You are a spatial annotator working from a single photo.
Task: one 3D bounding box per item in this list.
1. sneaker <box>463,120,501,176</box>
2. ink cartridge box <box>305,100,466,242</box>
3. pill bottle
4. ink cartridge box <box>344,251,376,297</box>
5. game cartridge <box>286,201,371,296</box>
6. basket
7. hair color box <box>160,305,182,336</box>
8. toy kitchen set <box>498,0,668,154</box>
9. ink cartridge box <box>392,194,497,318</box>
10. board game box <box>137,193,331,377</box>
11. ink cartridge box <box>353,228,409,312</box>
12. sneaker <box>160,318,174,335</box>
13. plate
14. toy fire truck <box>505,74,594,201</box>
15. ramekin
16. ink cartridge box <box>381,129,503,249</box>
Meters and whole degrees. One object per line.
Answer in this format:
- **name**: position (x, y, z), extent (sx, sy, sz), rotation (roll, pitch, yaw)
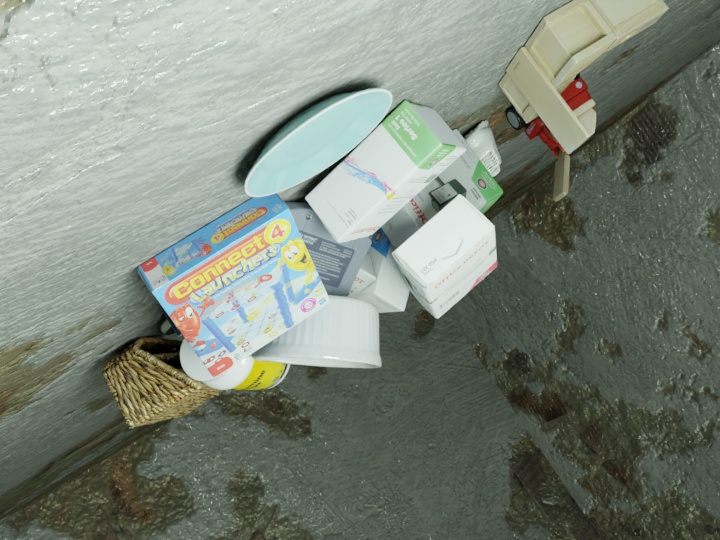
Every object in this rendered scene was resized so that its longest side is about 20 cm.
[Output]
- **sneaker**: position (0.238, -0.230, 1.474), extent (0.076, 0.081, 0.200), rotation (-34, 172, 14)
- **ink cartridge box**: position (0.037, -0.138, 1.084), extent (0.200, 0.084, 0.145), rotation (-42, 171, 20)
- **pill bottle**: position (-0.205, 0.141, 1.257), extent (0.112, 0.112, 0.200), rotation (-35, 161, 13)
- **ink cartridge box**: position (-0.095, 0.011, 1.300), extent (0.200, 0.088, 0.145), rotation (-38, 135, 22)
- **game cartridge**: position (-0.069, -0.029, 1.146), extent (0.200, 0.041, 0.133), rotation (19, 102, -51)
- **basket**: position (-0.327, 0.170, 1.329), extent (0.149, 0.143, 0.200), rotation (-32, 169, 11)
- **hair color box**: position (-0.207, 0.020, 1.199), extent (0.200, 0.061, 0.100), rotation (-36, 172, 18)
- **toy kitchen set**: position (0.347, -0.297, 1.142), extent (0.180, 0.163, 0.200), rotation (-32, 174, -14)
- **ink cartridge box**: position (0.141, -0.017, 1.231), extent (0.146, 0.085, 0.200), rotation (-41, 162, -3)
- **board game box**: position (-0.159, 0.021, 1.017), extent (0.200, 0.056, 0.196), rotation (-33, 139, -10)
- **ink cartridge box**: position (0.000, 0.000, 1.395), extent (0.200, 0.084, 0.145), rotation (-7, -121, 46)
- **sneaker**: position (-0.251, 0.083, 1.333), extent (0.200, 0.085, 0.075), rotation (-27, 171, -45)
- **plate**: position (-0.052, -0.151, 0.871), extent (0.200, 0.026, 0.200), rotation (-32, 173, -4)
- **toy fire truck**: position (0.362, -0.250, 1.396), extent (0.129, 0.200, 0.176), rotation (-33, 174, -10)
- **ramekin**: position (-0.064, 0.096, 1.187), extent (0.200, 0.098, 0.200), rotation (3, 170, 1)
- **ink cartridge box**: position (0.120, -0.133, 1.301), extent (0.200, 0.146, 0.084), rotation (-30, 170, -32)
